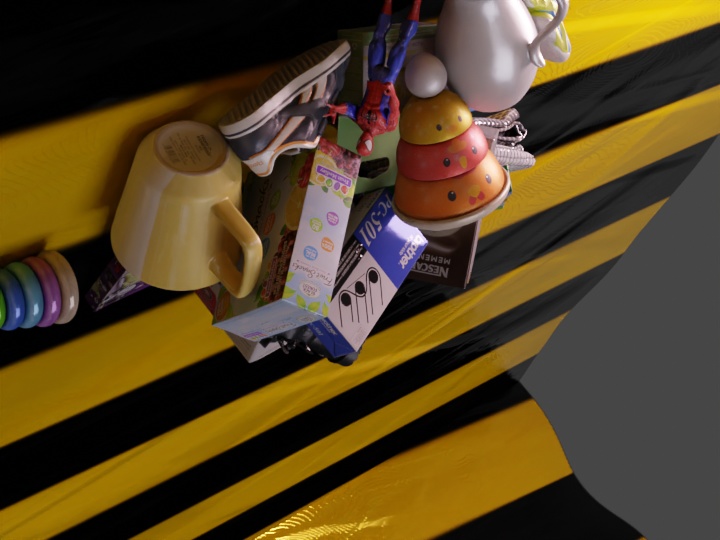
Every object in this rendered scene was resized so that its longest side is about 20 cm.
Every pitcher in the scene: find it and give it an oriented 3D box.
[{"bbox_3d":[0.163,-0.274,1.614,0.121,0.171,0.200,-52,148,-28],"label":"pitcher"}]

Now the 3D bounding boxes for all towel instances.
[{"bbox_3d":[0.121,-0.166,1.945,0.199,0.086,0.165,-13,176,30],"label":"towel"}]

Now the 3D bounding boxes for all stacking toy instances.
[{"bbox_3d":[-0.411,0.040,1.527,0.200,0.085,0.085,-18,154,-39],"label":"stacking toy"},{"bbox_3d":[0.087,-0.161,1.647,0.146,0.146,0.201,-31,124,-21],"label":"stacking toy"}]

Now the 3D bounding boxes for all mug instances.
[{"bbox_3d":[-0.178,-0.076,1.548,0.153,0.186,0.150,107,3,-48],"label":"mug"}]

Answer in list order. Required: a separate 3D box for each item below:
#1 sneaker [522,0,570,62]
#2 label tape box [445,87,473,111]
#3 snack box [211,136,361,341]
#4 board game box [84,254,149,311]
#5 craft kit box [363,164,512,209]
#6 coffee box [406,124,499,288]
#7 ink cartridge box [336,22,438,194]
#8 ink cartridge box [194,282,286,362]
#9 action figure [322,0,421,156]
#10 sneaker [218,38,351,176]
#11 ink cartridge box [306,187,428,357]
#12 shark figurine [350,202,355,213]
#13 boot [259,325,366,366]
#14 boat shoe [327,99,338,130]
[{"bbox_3d":[0.220,-0.345,1.686,0.105,0.076,0.200,-51,132,-12],"label":"sneaker"},{"bbox_3d":[0.149,-0.286,1.820,0.144,0.063,0.200,-21,157,-41],"label":"label tape box"},{"bbox_3d":[-0.086,-0.033,1.601,0.068,0.201,0.168,24,157,-27],"label":"snack box"},{"bbox_3d":[-0.256,-0.014,1.705,0.120,0.032,0.200,-32,176,-31],"label":"board game box"},{"bbox_3d":[0.106,-0.097,1.958,0.199,0.049,0.198,-11,173,0],"label":"craft kit box"},{"bbox_3d":[0.103,-0.089,1.808,0.080,0.114,0.201,-60,159,-71],"label":"coffee box"},{"bbox_3d":[0.032,-0.191,1.674,0.145,0.048,0.201,-17,113,-47],"label":"ink cartridge box"},{"bbox_3d":[-0.135,0.005,1.862,0.085,0.148,0.200,-27,158,-32],"label":"ink cartridge box"},{"bbox_3d":[0.017,-0.224,1.548,0.099,0.065,0.201,-16,119,-70],"label":"action figure"},{"bbox_3d":[-0.073,-0.179,1.554,0.078,0.080,0.200,0,-144,48],"label":"sneaker"},{"bbox_3d":[0.000,0.000,1.682,0.044,0.094,0.200,-17,-150,45],"label":"ink cartridge box"},{"bbox_3d":[-0.025,-0.105,1.907,0.128,0.090,0.215,-25,161,-38],"label":"shark figurine"},{"bbox_3d":[-0.051,0.016,1.736,0.162,0.073,0.199,24,84,-37],"label":"boot"},{"bbox_3d":[0.006,-0.182,1.744,0.202,0.075,0.075,-12,108,-53],"label":"boat shoe"}]
